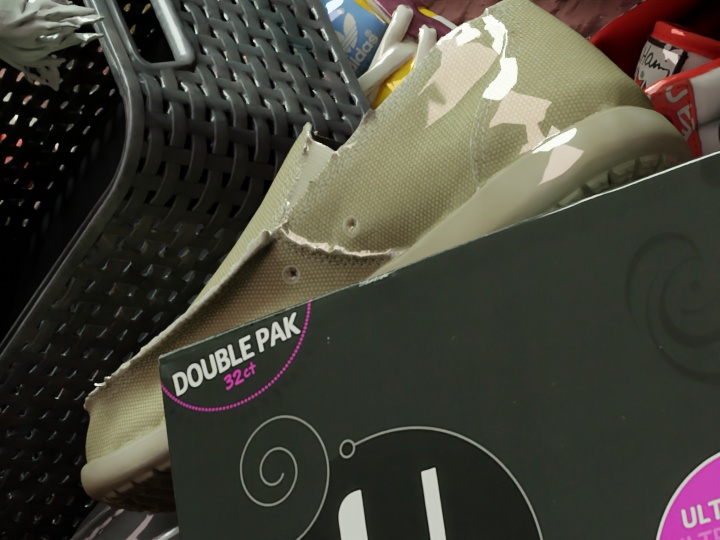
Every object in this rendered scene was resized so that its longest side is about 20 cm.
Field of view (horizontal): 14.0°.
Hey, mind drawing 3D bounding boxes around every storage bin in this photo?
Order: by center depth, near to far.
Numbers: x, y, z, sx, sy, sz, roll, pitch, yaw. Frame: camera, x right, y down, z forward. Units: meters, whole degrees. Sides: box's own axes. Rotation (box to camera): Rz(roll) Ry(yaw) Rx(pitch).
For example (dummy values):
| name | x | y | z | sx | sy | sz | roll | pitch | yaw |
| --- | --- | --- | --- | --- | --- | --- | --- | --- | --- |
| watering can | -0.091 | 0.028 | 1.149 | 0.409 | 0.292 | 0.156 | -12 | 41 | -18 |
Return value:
| name | x | y | z | sx | sy | sz | roll | pitch | yaw |
| --- | --- | --- | --- | --- | --- | --- | --- | --- | --- |
| storage bin | -0.093 | -0.013 | 0.910 | 0.200 | 0.094 | 0.135 | -52 | 45 | 32 |

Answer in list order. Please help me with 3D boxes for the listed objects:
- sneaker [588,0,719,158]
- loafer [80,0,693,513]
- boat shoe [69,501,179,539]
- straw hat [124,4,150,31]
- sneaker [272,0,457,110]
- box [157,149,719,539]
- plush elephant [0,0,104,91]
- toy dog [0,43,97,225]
| name | x | y | z | sx | sy | sz | roll | pitch | yaw |
| --- | --- | --- | --- | --- | --- | --- | --- | --- | --- |
| sneaker | 0.073 | 0.003 | 0.790 | 0.201 | 0.108 | 0.067 | -49 | 34 | -6 |
| loafer | 0.000 | 0.000 | 0.768 | 0.200 | 0.076 | 0.068 | -35 | 61 | 28 |
| boat shoe | -0.036 | 0.052 | 0.852 | 0.200 | 0.070 | 0.066 | -34 | 79 | 7 |
| straw hat | -0.052 | -0.126 | 1.059 | 0.201 | 0.201 | 0.085 | -27 | 79 | 24 |
| sneaker | 0.020 | -0.042 | 0.908 | 0.075 | 0.090 | 0.200 | -51 | 34 | -10 |
| box | 0.075 | 0.069 | 0.665 | 0.200 | 0.124 | 0.149 | -21 | 68 | 31 |
| plush elephant | -0.182 | -0.033 | 0.840 | 0.155 | 0.200 | 0.165 | 111 | 151 | -55 |
| toy dog | -0.152 | -0.073 | 1.015 | 0.132 | 0.200 | 0.097 | -15 | 68 | 38 |
